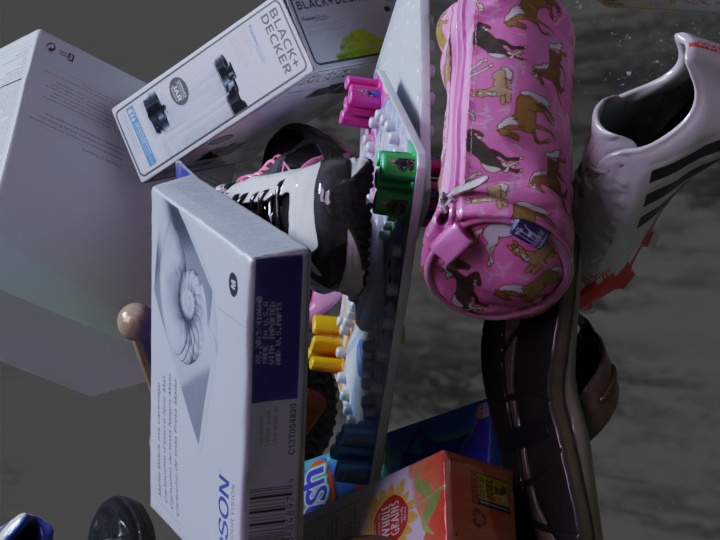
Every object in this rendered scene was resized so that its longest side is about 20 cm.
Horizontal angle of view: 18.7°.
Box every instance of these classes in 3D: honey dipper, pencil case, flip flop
[{"bbox_3d":[-0.122,0.079,1.359,0.200,0.038,0.038,82,-174,-56],"label":"honey dipper"},{"bbox_3d":[0.078,-0.070,1.204,0.087,0.083,0.200,91,-176,-49],"label":"pencil case"},{"bbox_3d":[0.115,0.076,1.212,0.081,0.057,0.201,-25,68,56],"label":"flip flop"}]

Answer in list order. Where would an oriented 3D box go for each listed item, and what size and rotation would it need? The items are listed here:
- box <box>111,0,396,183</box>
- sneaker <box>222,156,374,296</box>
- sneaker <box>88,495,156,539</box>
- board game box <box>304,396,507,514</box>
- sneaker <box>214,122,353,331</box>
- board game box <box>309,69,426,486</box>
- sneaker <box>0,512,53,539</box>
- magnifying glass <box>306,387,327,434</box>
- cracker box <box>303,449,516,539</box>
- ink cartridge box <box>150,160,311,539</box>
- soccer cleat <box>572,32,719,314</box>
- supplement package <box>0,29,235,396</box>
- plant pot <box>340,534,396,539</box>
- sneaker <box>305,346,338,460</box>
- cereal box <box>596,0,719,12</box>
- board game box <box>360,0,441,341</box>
[{"bbox_3d":[-0.069,-0.134,1.541,0.200,0.116,0.060,-29,81,41],"label":"box"},{"bbox_3d":[-0.039,-0.022,1.217,0.200,0.080,0.074,143,133,-76],"label":"sneaker"},{"bbox_3d":[-0.201,0.233,1.506,0.060,0.104,0.200,-34,44,38],"label":"sneaker"},{"bbox_3d":[0.021,0.173,1.290,0.200,0.045,0.153,-24,52,46],"label":"board game box"},{"bbox_3d":[-0.059,-0.046,1.490,0.079,0.095,0.200,-48,26,28],"label":"sneaker"},{"bbox_3d":[0.000,0.000,1.287,0.200,0.026,0.201,-108,25,-70],"label":"board game box"},{"bbox_3d":[-0.255,0.261,1.591,0.088,0.075,0.200,-47,38,24],"label":"sneaker"},{"bbox_3d":[-0.080,0.152,1.303,0.200,0.022,0.080,-57,-6,20],"label":"magnifying glass"},{"bbox_3d":[0.002,0.196,1.210,0.200,0.058,0.134,-29,52,42],"label":"cracker box"},{"bbox_3d":[-0.086,0.056,1.216,0.200,0.040,0.200,-147,55,-60],"label":"ink cartridge box"},{"bbox_3d":[0.146,-0.053,1.226,0.200,0.085,0.069,-46,38,26],"label":"soccer cleat"},{"bbox_3d":[-0.220,-0.037,1.630,0.147,0.191,0.201,-17,55,49],"label":"supplement package"},{"bbox_3d":[-0.018,0.236,1.148,0.200,0.027,0.201,-24,57,45],"label":"plant pot"},{"bbox_3d":[-0.074,0.142,1.424,0.090,0.070,0.201,-31,43,52],"label":"sneaker"},{"bbox_3d":[0.219,-0.222,1.277,0.200,0.039,0.144,16,82,56],"label":"cereal box"},{"bbox_3d":[0.029,-0.071,1.367,0.200,0.026,0.200,109,165,-56],"label":"board game box"}]
